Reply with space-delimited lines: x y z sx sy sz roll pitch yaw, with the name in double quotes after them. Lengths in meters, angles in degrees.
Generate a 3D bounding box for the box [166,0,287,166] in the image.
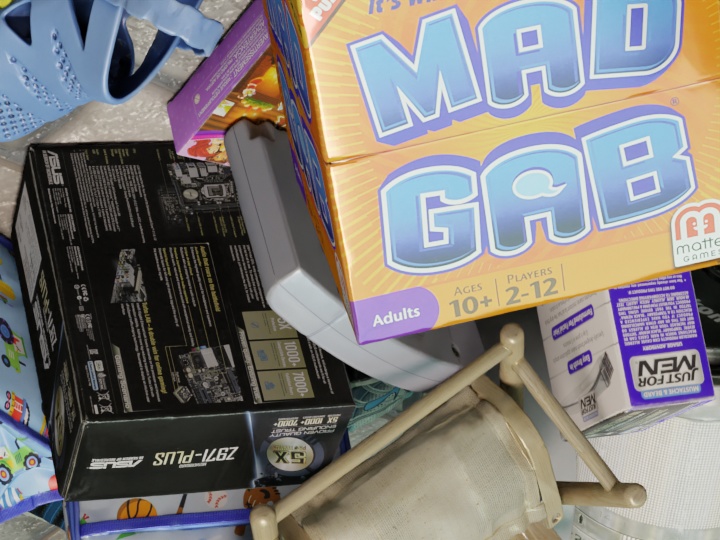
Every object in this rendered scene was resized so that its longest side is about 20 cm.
0.004 -0.104 1.346 0.199 0.039 0.137 10 140 -35 "box"

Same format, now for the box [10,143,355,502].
-0.110 0.026 1.344 0.163 0.201 0.086 -3 144 -20 "box"

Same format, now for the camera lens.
0.210 0.105 1.530 0.159 0.160 0.201 -5 124 -16 "camera lens"

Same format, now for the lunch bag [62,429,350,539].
-0.093 0.139 1.457 0.198 0.161 0.076 -3 152 -10 "lunch bag"

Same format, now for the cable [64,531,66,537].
-0.121 0.212 1.647 0.200 0.069 0.199 43 157 -32 "cable"

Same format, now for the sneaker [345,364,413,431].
0.010 0.057 1.572 0.086 0.078 0.200 5 152 -36 "sneaker"

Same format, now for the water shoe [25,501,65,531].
-0.194 0.144 1.532 0.199 0.072 0.079 6 160 33 "water shoe"

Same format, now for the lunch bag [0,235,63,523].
-0.236 0.041 1.357 0.093 0.151 0.200 -19 147 6 "lunch bag"

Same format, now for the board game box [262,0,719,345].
0.062 -0.114 1.145 0.198 0.200 0.201 -12 118 -5 "board game box"

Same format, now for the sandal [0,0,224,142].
-0.142 -0.124 1.214 0.200 0.088 0.079 -35 145 30 "sandal"

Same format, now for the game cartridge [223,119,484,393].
0.000 0.000 1.343 0.041 0.134 0.200 -36 143 21 "game cartridge"

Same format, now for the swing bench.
0.037 0.162 1.354 0.198 0.130 0.200 -34 168 -18 "swing bench"

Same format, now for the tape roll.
0.086 0.117 1.565 0.066 0.201 0.201 -4 146 -15 "tape roll"

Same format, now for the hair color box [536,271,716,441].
0.150 -0.005 1.385 0.064 0.202 0.109 -4 168 -18 "hair color box"
